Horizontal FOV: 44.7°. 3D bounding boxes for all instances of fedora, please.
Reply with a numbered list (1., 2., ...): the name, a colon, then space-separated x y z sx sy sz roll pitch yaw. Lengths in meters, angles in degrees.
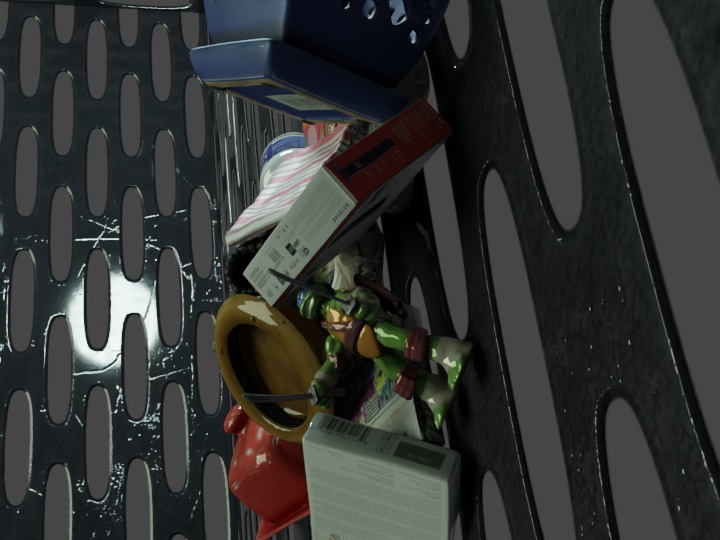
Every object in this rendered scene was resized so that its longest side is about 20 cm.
1. fedora: -0.089 0.109 1.055 0.199 0.082 0.203 22 127 33

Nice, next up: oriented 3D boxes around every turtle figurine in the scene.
1. turtle figurine: -0.001 0.089 0.855 0.145 0.192 0.200 -68 -12 10

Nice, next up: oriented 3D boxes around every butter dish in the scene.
1. butter dish: -0.113 0.226 1.159 0.199 0.147 0.201 -42 21 46

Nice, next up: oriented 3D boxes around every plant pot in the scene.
1. plant pot: -0.048 -0.253 0.882 0.199 0.199 0.182 13 88 52

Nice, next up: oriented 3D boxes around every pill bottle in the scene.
1. pill bottle: -0.100 -0.141 1.362 0.200 0.114 0.117 -108 21 -70

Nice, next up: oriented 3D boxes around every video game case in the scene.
1. video game case: 0.015 0.167 1.001 0.200 0.035 0.183 -51 34 37

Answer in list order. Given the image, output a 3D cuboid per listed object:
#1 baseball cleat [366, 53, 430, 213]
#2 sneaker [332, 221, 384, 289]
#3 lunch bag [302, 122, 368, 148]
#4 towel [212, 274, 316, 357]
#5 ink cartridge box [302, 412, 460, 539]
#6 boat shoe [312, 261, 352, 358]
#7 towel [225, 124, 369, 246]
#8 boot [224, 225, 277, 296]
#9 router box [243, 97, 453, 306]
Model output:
1. baseball cleat: 0.031 -0.170 1.005 0.107 0.069 0.202 -116 29 -57
2. sneaker: 0.000 0.000 1.132 0.092 0.075 0.202 118 147 -53
3. lunch bag: -0.022 -0.208 1.175 0.177 0.081 0.202 -115 28 -56
4. towel: -0.112 0.096 1.257 0.034 0.200 0.193 18 147 39
5. ink cartridge box: 0.023 0.255 0.922 0.057 0.161 0.202 -55 -31 -46
6. boat shoe: -0.033 0.071 1.250 0.066 0.071 0.203 -150 58 -62
7. towel: -0.075 -0.112 1.039 0.146 0.030 0.201 -26 22 34
8. boot: -0.065 -0.059 1.065 0.211 0.079 0.158 -49 -3 21
9. router box: -0.014 -0.070 0.906 0.049 0.179 0.200 47 138 4
